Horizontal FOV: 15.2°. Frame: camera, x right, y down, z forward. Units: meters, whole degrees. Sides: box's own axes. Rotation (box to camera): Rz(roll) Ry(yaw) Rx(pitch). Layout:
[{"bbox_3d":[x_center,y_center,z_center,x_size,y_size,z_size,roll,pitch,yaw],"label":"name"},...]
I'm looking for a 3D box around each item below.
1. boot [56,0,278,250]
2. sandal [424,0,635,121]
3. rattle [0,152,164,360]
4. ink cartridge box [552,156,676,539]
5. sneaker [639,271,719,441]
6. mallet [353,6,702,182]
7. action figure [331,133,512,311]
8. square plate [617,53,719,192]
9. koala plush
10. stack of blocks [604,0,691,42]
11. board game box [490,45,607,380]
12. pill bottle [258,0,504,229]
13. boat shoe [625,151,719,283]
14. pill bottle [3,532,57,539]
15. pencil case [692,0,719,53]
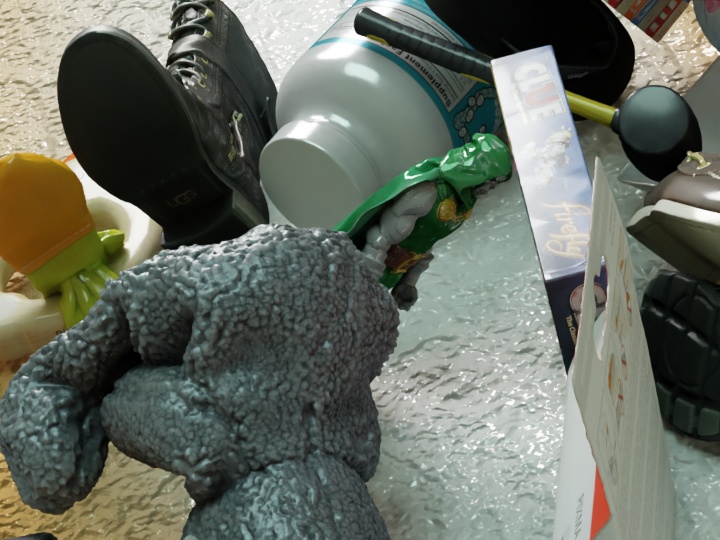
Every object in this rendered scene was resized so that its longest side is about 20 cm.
[{"bbox_3d":[-0.102,-0.102,1.513,0.069,0.200,0.175,-18,40,18],"label":"boot"},{"bbox_3d":[0.100,-0.133,1.482,0.043,0.200,0.077,7,80,36],"label":"sandal"},{"bbox_3d":[-0.185,-0.054,1.529,0.130,0.143,0.201,-25,36,23],"label":"rattle"},{"bbox_3d":[0.097,0.078,1.152,0.047,0.201,0.160,-7,35,14],"label":"ink cartridge box"},{"bbox_3d":[0.204,0.052,1.276,0.079,0.076,0.200,-1,18,-30],"label":"sneaker"},{"bbox_3d":[0.086,-0.100,1.416,0.199,0.066,0.041,23,83,9],"label":"mallet"},{"bbox_3d":[0.000,0.000,1.339,0.200,0.055,0.118,-42,-13,24],"label":"action figure"},{"bbox_3d":[0.270,-0.083,1.454,0.199,0.029,0.198,11,45,36],"label":"square plate"},{"bbox_3d":[-0.043,0.103,1.210,0.177,0.184,0.201,8,51,-34],"label":"koala plush"},{"bbox_3d":[0.162,-0.195,1.459,0.059,0.200,0.115,40,98,11],"label":"stack of blocks"},{"bbox_3d":[0.105,-0.002,1.320,0.034,0.136,0.200,-14,35,4],"label":"board game box"},{"bbox_3d":[0.026,-0.103,1.519,0.110,0.111,0.200,11,44,35],"label":"pill bottle"},{"bbox_3d":[0.181,-0.029,1.310,0.060,0.072,0.200,-54,4,-3],"label":"boat shoe"},{"bbox_3d":[-0.229,0.182,1.234,0.199,0.112,0.112,-14,34,7],"label":"pill bottle"},{"bbox_3d":[0.264,-0.126,1.416,0.091,0.083,0.200,-46,40,-5],"label":"pencil case"}]
